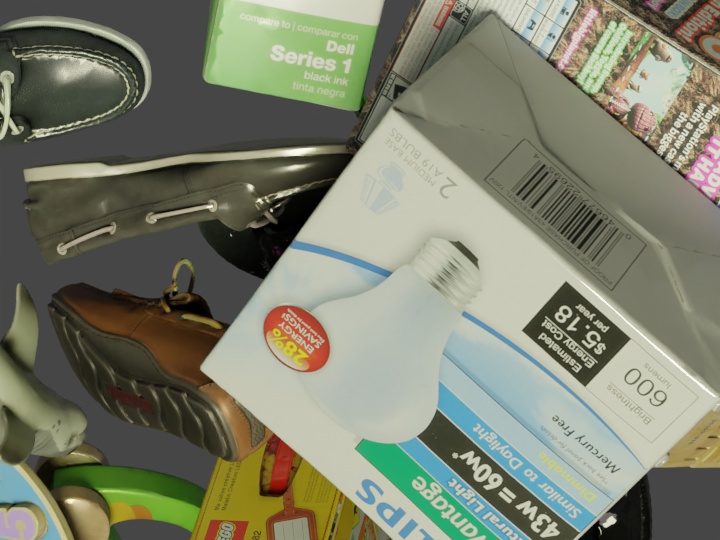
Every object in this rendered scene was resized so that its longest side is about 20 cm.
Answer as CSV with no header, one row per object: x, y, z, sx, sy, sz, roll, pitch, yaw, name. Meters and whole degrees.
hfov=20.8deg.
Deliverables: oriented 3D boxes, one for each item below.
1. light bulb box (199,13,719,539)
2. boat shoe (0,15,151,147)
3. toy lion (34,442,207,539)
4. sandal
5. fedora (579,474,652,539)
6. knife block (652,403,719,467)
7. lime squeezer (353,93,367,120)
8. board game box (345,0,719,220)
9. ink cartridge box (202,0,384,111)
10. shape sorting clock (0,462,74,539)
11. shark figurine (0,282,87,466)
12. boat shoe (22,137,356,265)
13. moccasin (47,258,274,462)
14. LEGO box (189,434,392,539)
0.063,0.026,0.949,0.198,0.125,0.200,41,129,5,light bulb box
-0.214,-0.092,1.065,0.199,0.060,0.076,-6,119,3,boat shoe
-0.128,0.218,1.228,0.191,0.069,0.201,12,116,-14,toy lion
0.001,-0.001,1.120,0.200,0.048,0.076,25,113,-11,sandal
0.087,0.137,1.145,0.091,0.201,0.201,-6,122,38,fedora
0.154,0.029,1.139,0.064,0.176,0.200,-46,154,21,knife block
0.042,-0.033,1.082,0.038,0.200,0.071,-27,164,-23,lime squeezer
0.120,-0.083,0.995,0.200,0.097,0.160,35,129,8,board game box
-0.019,-0.202,0.964,0.084,0.146,0.201,11,117,-7,ink cartridge box
-0.246,0.184,1.167,0.199,0.039,0.201,9,107,31,shape sorting clock
-0.234,0.036,1.089,0.089,0.128,0.215,-18,109,18,shark figurine
-0.090,-0.038,1.076,0.199,0.067,0.057,-4,98,18,boat shoe
-0.104,0.042,1.080,0.078,0.201,0.074,-35,117,-28,moccasin
-0.028,0.149,1.089,0.077,0.200,0.149,1,131,14,LEGO box
